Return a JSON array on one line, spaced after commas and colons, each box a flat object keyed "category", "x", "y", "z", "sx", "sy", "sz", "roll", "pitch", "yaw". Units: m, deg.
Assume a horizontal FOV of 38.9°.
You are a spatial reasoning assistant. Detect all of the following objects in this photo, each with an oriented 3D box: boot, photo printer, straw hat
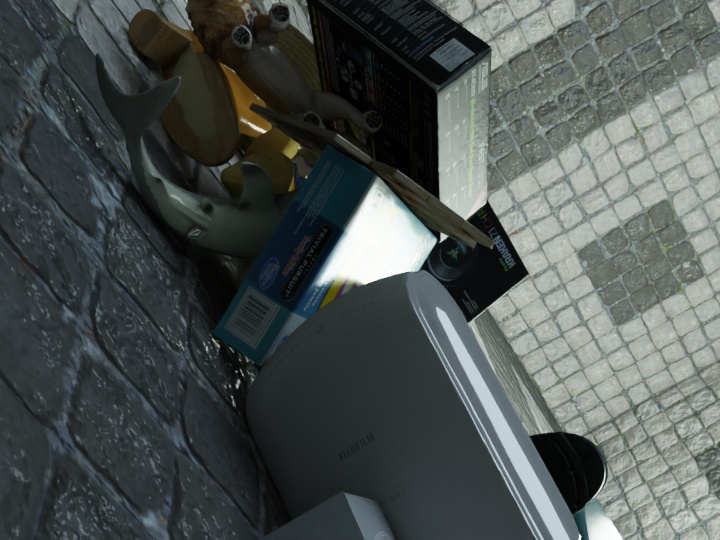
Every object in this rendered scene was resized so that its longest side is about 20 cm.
[{"category": "boot", "x": -0.121, "y": -0.148, "z": 0.921, "sx": 0.144, "sy": 0.071, "sz": 0.202, "roll": 28, "pitch": 23, "yaw": -54}, {"category": "photo printer", "x": 0.021, "y": 0.112, "z": 0.634, "sx": 0.069, "sy": 0.166, "sz": 0.201, "roll": -2, "pitch": 61, "yaw": -57}, {"category": "boot", "x": 0.138, "y": 0.206, "z": 0.909, "sx": 0.162, "sy": 0.197, "sz": 0.074, "roll": 24, "pitch": 38, "yaw": -64}, {"category": "straw hat", "x": -0.091, "y": -0.161, "z": 1.086, "sx": 0.201, "sy": 0.085, "sz": 0.202, "roll": 41, "pitch": -26, "yaw": 25}]

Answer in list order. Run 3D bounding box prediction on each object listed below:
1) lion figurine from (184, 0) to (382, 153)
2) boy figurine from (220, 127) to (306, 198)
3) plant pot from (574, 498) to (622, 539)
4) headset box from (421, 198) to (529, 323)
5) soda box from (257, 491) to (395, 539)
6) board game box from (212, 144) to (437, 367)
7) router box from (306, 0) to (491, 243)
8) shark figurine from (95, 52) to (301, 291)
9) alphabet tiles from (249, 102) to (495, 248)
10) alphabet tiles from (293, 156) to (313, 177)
[{"category": "lion figurine", "x": -0.067, "y": -0.159, "z": 0.833, "sx": 0.201, "sy": 0.072, "sz": 0.122, "roll": 55, "pitch": -14, "yaw": -16}, {"category": "boy figurine", "x": -0.073, "y": -0.072, "z": 0.897, "sx": 0.200, "sy": 0.064, "sz": 0.126, "roll": 53, "pitch": 50, "yaw": -81}, {"category": "plant pot", "x": 0.189, "y": 0.325, "z": 0.994, "sx": 0.142, "sy": 0.140, "sz": 0.201, "roll": 54, "pitch": 18, "yaw": -29}, {"category": "headset box", "x": 0.068, "y": -0.012, "z": 1.207, "sx": 0.175, "sy": 0.199, "sz": 0.093, "roll": 56, "pitch": -7, "yaw": -26}, {"category": "soda box", "x": 0.014, "y": 0.224, "z": 0.538, "sx": 0.201, "sy": 0.068, "sz": 0.063, "roll": 63, "pitch": 10, "yaw": 24}, {"category": "board game box", "x": -0.017, "y": 0.008, "z": 0.779, "sx": 0.047, "sy": 0.152, "sz": 0.200, "roll": 31, "pitch": 0, "yaw": 20}, {"category": "router box", "x": 0.034, "y": -0.137, "z": 0.840, "sx": 0.150, "sy": 0.062, "sz": 0.201, "roll": 42, "pitch": -21, "yaw": 26}, {"category": "shark figurine", "x": -0.120, "y": -0.055, "z": 0.743, "sx": 0.214, "sy": 0.129, "sz": 0.089, "roll": 29, "pitch": 1, "yaw": -39}, {"category": "alphabet tiles", "x": 0.015, "y": -0.066, "z": 0.766, "sx": 0.166, "sy": 0.008, "sz": 0.200, "roll": 33, "pitch": -1, "yaw": -30}, {"category": "alphabet tiles", "x": -0.069, "y": -0.166, "z": 1.163, "sx": 0.201, "sy": 0.015, "sz": 0.195, "roll": 59, "pitch": -24, "yaw": -11}]
